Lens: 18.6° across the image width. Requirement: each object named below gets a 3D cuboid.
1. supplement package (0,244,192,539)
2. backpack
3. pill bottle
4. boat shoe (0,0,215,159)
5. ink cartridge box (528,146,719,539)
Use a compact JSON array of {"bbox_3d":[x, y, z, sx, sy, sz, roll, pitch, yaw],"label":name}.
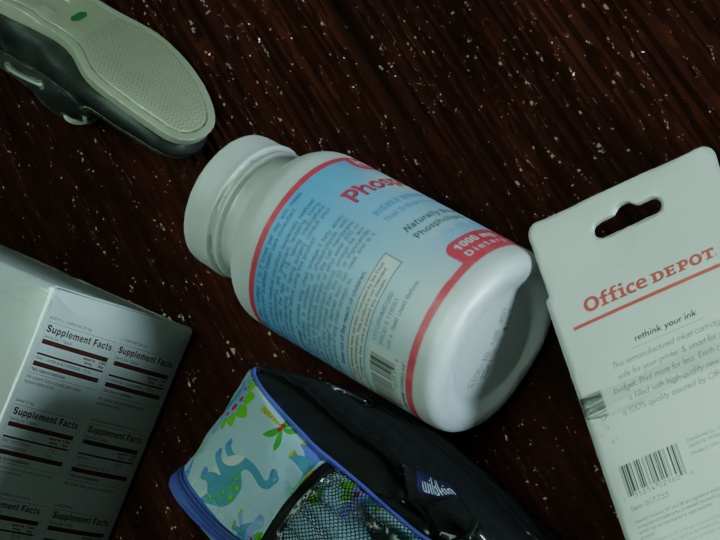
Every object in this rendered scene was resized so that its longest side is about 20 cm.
[{"bbox_3d":[-0.244,0.083,1.319,0.191,0.147,0.200,22,89,31],"label":"supplement package"},{"bbox_3d":[-0.003,0.150,1.151,0.200,0.183,0.147,41,97,33],"label":"backpack"},{"bbox_3d":[0.000,0.000,1.230,0.200,0.109,0.109,29,92,30],"label":"pill bottle"},{"bbox_3d":[-0.170,-0.125,1.391,0.200,0.072,0.068,36,132,24],"label":"boat shoe"},{"bbox_3d":[0.174,0.051,1.145,0.116,0.068,0.200,-24,67,19],"label":"ink cartridge box"}]
